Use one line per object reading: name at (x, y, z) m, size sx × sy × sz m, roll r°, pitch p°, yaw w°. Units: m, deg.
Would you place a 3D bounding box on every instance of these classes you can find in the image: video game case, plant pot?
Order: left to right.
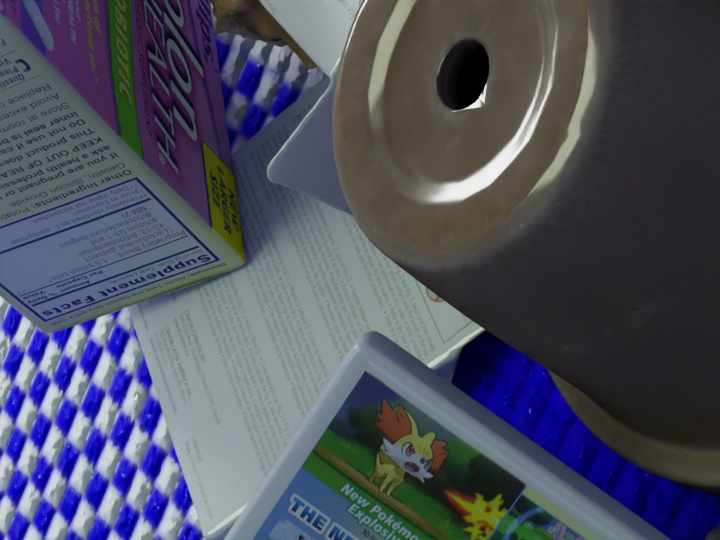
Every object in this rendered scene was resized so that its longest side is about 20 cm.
video game case at (0.035, 0.147, 0.696) m, size 0.200 × 0.022 × 0.183 m, roll 35°, pitch 109°, yaw 4°
plant pot at (0.088, -0.036, 0.672) m, size 0.200 × 0.174 × 0.201 m, roll -16°, pitch 67°, yaw 45°

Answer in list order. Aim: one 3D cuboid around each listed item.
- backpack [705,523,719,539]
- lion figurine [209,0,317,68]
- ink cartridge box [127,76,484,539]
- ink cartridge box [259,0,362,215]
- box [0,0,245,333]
backpack at (0.187, 0.119, 0.529) m, size 0.199 × 0.167 × 0.127 m, roll 11°, pitch 82°, yaw 45°
lion figurine at (0.023, -0.167, 0.821) m, size 0.073 × 0.122 × 0.201 m, roll 52°, pitch 127°, yaw 36°
ink cartridge box at (0.000, 0.000, 0.887) m, size 0.200 × 0.050 × 0.163 m, roll -36°, pitch 50°, yaw 15°
ink cartridge box at (0.046, -0.112, 0.783) m, size 0.200 × 0.117 × 0.067 m, roll -54°, pitch 45°, yaw 15°
box at (-0.138, -0.103, 0.867) m, size 0.096 × 0.200 × 0.177 m, roll -18°, pitch 58°, yaw 15°
